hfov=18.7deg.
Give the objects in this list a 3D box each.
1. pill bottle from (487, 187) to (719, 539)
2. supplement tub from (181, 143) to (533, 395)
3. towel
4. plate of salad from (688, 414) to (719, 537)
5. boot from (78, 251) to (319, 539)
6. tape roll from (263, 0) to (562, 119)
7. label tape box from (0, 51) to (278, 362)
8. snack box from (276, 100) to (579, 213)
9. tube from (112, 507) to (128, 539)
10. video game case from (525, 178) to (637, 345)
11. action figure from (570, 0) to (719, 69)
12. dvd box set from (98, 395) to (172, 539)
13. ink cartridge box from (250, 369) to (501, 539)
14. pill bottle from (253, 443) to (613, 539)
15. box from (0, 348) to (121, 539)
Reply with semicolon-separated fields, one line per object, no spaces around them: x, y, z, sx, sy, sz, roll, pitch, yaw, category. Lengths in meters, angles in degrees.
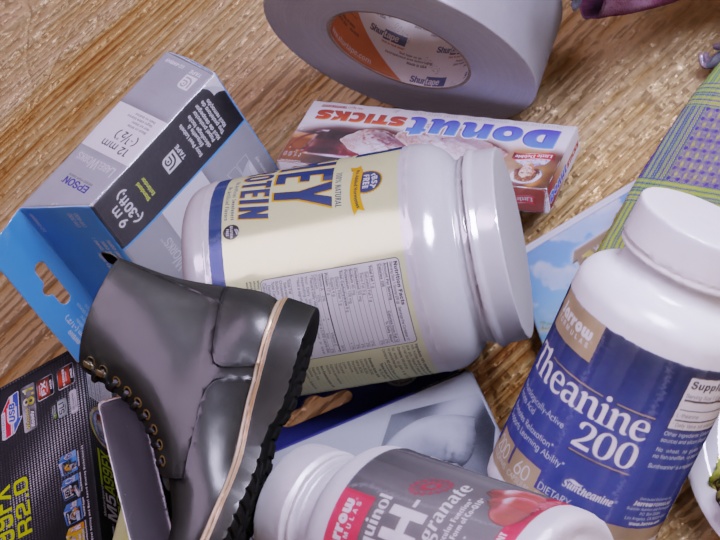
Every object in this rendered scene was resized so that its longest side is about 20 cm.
0.161;0.058;1.280;0.111;0.111;0.200;44;118;43;pill bottle
0.000;0.000;1.381;0.200;0.145;0.145;-10;57;11;supplement tub
0.232;-0.049;1.371;0.143;0.023;0.200;12;65;47;towel
0.278;0.085;1.267;0.200;0.048;0.201;-11;67;26;plate of salad
-0.120;0.097;1.296;0.138;0.077;0.200;18;76;8;boot
0.036;-0.179;1.512;0.200;0.200;0.066;5;66;38;tape roll
-0.156;-0.036;1.581;0.066;0.143;0.200;25;68;41;label tape box
0.046;-0.080;1.515;0.200;0.024;0.072;7;43;22;snack box
-0.127;0.110;1.555;0.052;0.058;0.200;4;68;29;tube
0.206;0.011;1.396;0.200;0.022;0.182;-32;49;18;video game case
0.232;-0.219;1.428;0.199;0.149;0.134;-1;69;0;action figure
-0.123;0.170;1.403;0.029;0.200;0.147;-15;73;-1;dvd box set
-0.001;0.142;1.375;0.199;0.041;0.200;-23;64;-7;ink cartridge box
0.038;0.164;1.253;0.200;0.111;0.111;15;74;38;pill bottle
-0.248;0.176;1.615;0.160;0.044;0.200;-27;51;20;box
